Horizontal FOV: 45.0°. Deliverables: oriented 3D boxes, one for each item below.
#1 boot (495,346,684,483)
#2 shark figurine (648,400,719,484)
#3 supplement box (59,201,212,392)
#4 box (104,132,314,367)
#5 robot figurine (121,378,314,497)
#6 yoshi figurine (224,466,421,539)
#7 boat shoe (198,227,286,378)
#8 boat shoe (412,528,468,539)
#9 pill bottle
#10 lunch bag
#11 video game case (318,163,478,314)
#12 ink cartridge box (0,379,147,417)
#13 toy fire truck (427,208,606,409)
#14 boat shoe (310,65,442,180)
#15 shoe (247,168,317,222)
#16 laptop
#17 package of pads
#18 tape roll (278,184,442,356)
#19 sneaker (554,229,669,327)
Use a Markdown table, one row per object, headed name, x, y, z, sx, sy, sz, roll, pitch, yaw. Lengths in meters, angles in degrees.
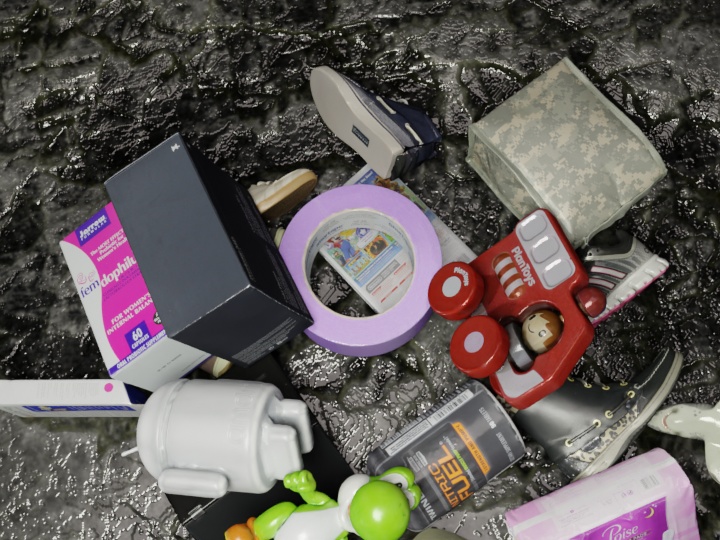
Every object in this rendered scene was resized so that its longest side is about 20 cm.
| name | x | y | z | sx | sy | sz | roll | pitch | yaw |
| --- | --- | --- | --- | --- | --- | --- | --- | --- | --- |
| boot | 0.267 | 0.136 | 1.022 | 0.153 | 0.074 | 0.204 | 39 | 79 | 15 |
| shark figurine | 0.450 | 0.214 | 0.992 | 0.128 | 0.089 | 0.215 | -49 | 65 | 23 |
| supplement box | -0.263 | 0.028 | 1.037 | 0.101 | 0.103 | 0.201 | -36 | 61 | 9 |
| box | -0.163 | -0.016 | 0.960 | 0.104 | 0.182 | 0.201 | -31 | 67 | 7 |
| robot figurine | -0.152 | 0.174 | 0.925 | 0.198 | 0.114 | 0.170 | 0 | 28 | 14 |
| yoshi figurine | -0.030 | 0.257 | 0.870 | 0.198 | 0.113 | 0.112 | -26 | 39 | -4 |
| boat shoe | -0.151 | 0.033 | 1.074 | 0.065 | 0.072 | 0.203 | 21 | 80 | 4 |
| boat shoe | 0.072 | 0.326 | 0.925 | 0.073 | 0.201 | 0.064 | 34 | 104 | 29 |
| pill bottle | 0.080 | 0.222 | 0.987 | 0.199 | 0.106 | 0.107 | -35 | 74 | -7 |
| lunch bag | 0.255 | -0.133 | 1.082 | 0.163 | 0.118 | 0.200 | -36 | 70 | -8 |
| video game case | 0.037 | -0.032 | 1.112 | 0.143 | 0.018 | 0.200 | -42 | 76 | -9 |
| ink cartridge box | -0.324 | 0.153 | 1.032 | 0.197 | 0.095 | 0.038 | 2 | 72 | 3 |
| toy fire truck | 0.182 | 0.042 | 0.970 | 0.167 | 0.112 | 0.201 | -38 | 45 | 19 |
| boat shoe | 0.021 | -0.204 | 1.148 | 0.092 | 0.075 | 0.201 | -24 | 64 | -31 |
| shoe | -0.148 | -0.081 | 1.108 | 0.199 | 0.070 | 0.054 | -32 | 82 | -5 |
| laptop | -0.124 | 0.234 | 1.019 | 0.186 | 0.116 | 0.200 | -35 | 58 | -8 |
| package of pads | 0.265 | 0.285 | 0.950 | 0.198 | 0.121 | 0.076 | -23 | 31 | -3 |
| tape roll | 0.000 | 0.000 | 1.062 | 0.198 | 0.066 | 0.202 | -1 | 73 | 2 |
| sneaker | 0.276 | 0.019 | 1.058 | 0.199 | 0.074 | 0.088 | -34 | 75 | -13 |
